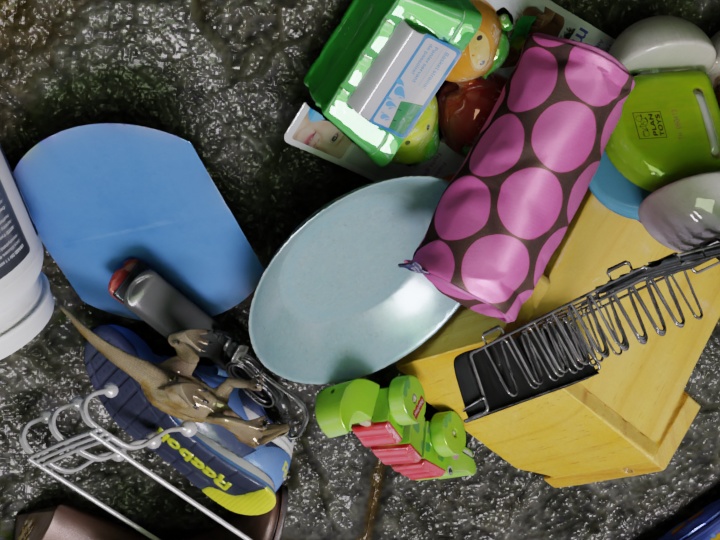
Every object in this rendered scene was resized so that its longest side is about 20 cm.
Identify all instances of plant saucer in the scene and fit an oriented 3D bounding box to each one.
[{"bbox_3d":[0.000,0.000,1.142,0.201,0.039,0.201,-20,138,-19],"label":"plant saucer"}]

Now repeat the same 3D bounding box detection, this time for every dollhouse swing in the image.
[{"bbox_3d":[0.173,0.047,1.262,0.200,0.176,0.182,37,147,-25],"label":"dollhouse swing"}]

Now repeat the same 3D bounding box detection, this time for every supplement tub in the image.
[{"bbox_3d":[-0.308,-0.039,1.070,0.140,0.140,0.200,-17,118,-1],"label":"supplement tub"}]

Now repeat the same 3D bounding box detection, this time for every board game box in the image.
[{"bbox_3d":[-0.165,-0.043,1.146,0.158,0.039,0.200,-11,131,21],"label":"board game box"}]

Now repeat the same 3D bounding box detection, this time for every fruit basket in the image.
[{"bbox_3d":[0.071,-0.130,1.119,0.200,0.094,0.185,26,110,-25],"label":"fruit basket"}]

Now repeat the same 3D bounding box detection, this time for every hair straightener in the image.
[{"bbox_3d":[-0.106,0.069,1.160,0.041,0.077,0.200,-47,117,-9],"label":"hair straightener"}]

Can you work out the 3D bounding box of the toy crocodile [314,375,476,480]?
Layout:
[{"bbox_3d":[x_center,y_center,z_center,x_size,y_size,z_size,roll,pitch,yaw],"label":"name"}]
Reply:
[{"bbox_3d":[0.033,0.134,1.237,0.067,0.062,0.200,-10,149,28],"label":"toy crocodile"}]

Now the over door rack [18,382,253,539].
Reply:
[{"bbox_3d":[-0.158,0.169,1.173,0.200,0.148,0.067,47,58,-12],"label":"over door rack"}]

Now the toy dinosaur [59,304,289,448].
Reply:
[{"bbox_3d":[-0.137,0.085,1.124,0.200,0.058,0.101,32,149,-13],"label":"toy dinosaur"}]

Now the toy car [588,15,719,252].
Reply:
[{"bbox_3d":[0.256,-0.089,1.148,0.200,0.175,0.150,-3,159,-24],"label":"toy car"}]

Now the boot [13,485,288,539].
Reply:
[{"bbox_3d":[-0.181,0.223,1.276,0.200,0.064,0.186,25,112,-17],"label":"boot"}]

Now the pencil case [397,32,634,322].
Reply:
[{"bbox_3d":[0.110,-0.069,1.069,0.091,0.094,0.200,28,92,-41],"label":"pencil case"}]

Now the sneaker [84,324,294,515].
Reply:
[{"bbox_3d":[-0.135,0.108,1.221,0.200,0.082,0.074,44,140,-11],"label":"sneaker"}]

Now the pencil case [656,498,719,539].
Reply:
[{"bbox_3d":[0.293,0.267,1.371,0.200,0.078,0.087,-33,141,6],"label":"pencil case"}]

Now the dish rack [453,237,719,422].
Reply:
[{"bbox_3d":[0.170,0.036,1.053,0.200,0.153,0.055,-31,79,39],"label":"dish rack"}]
